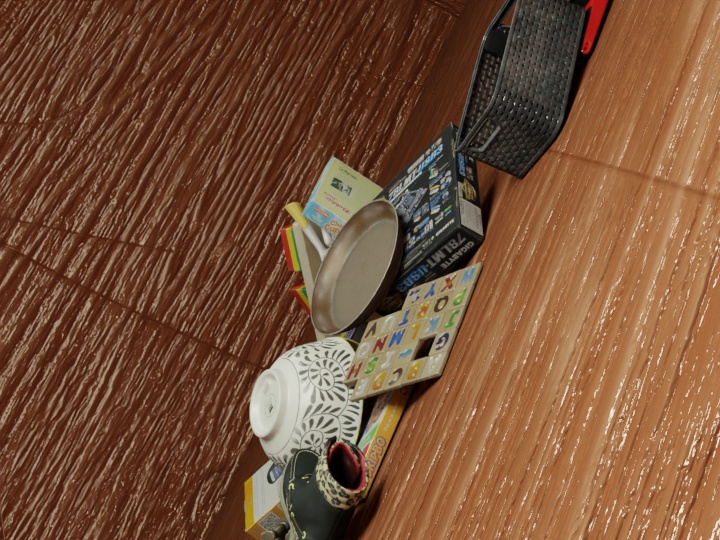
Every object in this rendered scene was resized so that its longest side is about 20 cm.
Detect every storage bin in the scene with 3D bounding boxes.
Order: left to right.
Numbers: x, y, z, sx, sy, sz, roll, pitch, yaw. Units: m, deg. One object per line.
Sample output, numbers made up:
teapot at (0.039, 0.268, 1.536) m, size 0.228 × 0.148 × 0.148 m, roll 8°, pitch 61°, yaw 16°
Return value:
storage bin at (0.197, -0.235, 1.539) m, size 0.135 × 0.092 × 0.203 m, roll 127°, pitch 161°, yaw -60°

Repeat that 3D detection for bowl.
bowl at (-0.085, 0.179, 1.633) m, size 0.200 × 0.093 × 0.204 m, roll -29°, pitch 55°, yaw 53°

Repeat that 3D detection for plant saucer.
plant saucer at (0.000, 0.000, 1.699) m, size 0.200 × 0.032 × 0.202 m, roll -43°, pitch 33°, yaw 36°

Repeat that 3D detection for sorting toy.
sorting toy at (-0.042, -0.006, 2.036) m, size 0.069 × 0.202 × 0.199 m, roll -2°, pitch 16°, yaw 38°

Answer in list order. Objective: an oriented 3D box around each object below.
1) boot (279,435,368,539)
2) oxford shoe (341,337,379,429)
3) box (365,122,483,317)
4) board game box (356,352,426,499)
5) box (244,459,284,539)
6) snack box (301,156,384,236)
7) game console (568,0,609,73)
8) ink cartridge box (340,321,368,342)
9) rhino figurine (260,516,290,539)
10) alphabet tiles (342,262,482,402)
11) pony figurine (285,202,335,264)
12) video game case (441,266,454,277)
boot at (-0.039, 0.247, 1.463) m, size 0.205 × 0.072 × 0.155 m, roll -98°, pitch 25°, yaw -55°
oxford shoe at (-0.022, 0.142, 1.720) m, size 0.072 × 0.072 × 0.200 m, roll -61°, pitch 25°, yaw 13°
box at (0.082, -0.067, 1.697) m, size 0.200 × 0.049 × 0.200 m, roll -42°, pitch 32°, yaw 35°
board game box at (0.025, 0.195, 1.558) m, size 0.202 × 0.030 × 0.096 m, roll -62°, pitch 5°, yaw -22°
box at (-0.083, 0.282, 1.763) m, size 0.199 × 0.041 × 0.119 m, roll -41°, pitch 23°, yaw 13°
snack box at (0.019, -0.073, 1.840) m, size 0.037 × 0.198 × 0.117 m, roll -51°, pitch 10°, yaw 40°
game console at (0.272, -0.292, 1.630) m, size 0.200 × 0.031 × 0.179 m, roll 124°, pitch 166°, yaw -60°
ink cartridge box at (-0.010, 0.148, 1.911) m, size 0.138 × 0.076 × 0.200 m, roll -62°, pitch 3°, yaw -4°
rhino figurine at (-0.126, 0.418, 1.703) m, size 0.202 × 0.059 × 0.087 m, roll -62°, pitch -15°, yaw 13°
alphabet tiles at (0.057, 0.080, 1.528) m, size 0.199 × 0.008 × 0.169 m, roll -23°, pitch 35°, yaw 47°
pony figurine at (-0.022, -0.007, 1.891) m, size 0.165 × 0.203 × 0.192 m, roll -27°, pitch -15°, yaw 21°
video game case at (0.117, -0.020, 1.804) m, size 0.144 × 0.018 × 0.201 m, roll -60°, pitch 6°, yaw 23°
